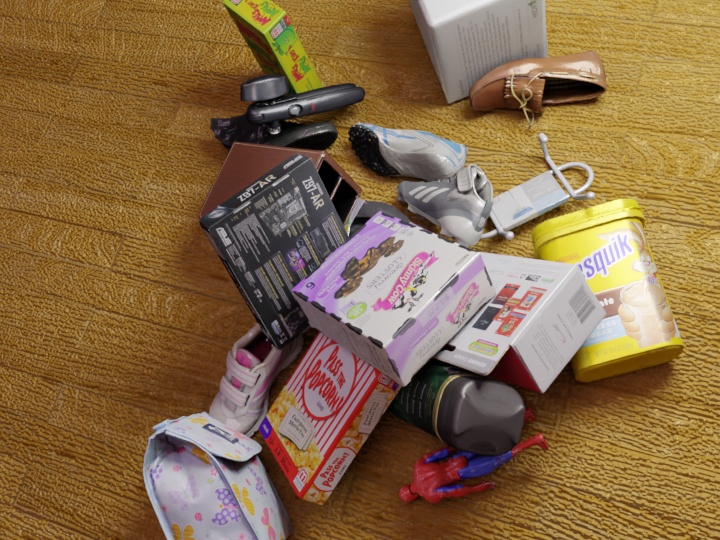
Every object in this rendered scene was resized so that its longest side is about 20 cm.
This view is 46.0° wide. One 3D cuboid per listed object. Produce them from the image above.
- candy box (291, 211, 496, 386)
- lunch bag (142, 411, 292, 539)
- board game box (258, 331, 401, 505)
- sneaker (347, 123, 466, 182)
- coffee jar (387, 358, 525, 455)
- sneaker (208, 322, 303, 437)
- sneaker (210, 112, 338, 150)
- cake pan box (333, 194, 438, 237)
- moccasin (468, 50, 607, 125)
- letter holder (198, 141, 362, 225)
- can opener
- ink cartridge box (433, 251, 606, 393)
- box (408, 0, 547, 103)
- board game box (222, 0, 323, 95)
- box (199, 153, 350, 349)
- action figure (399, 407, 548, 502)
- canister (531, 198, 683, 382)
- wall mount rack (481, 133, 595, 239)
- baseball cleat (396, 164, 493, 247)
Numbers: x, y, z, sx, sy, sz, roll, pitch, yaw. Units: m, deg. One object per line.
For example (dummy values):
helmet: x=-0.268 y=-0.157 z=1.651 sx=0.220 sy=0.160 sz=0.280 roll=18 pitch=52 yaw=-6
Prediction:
candy box: x=0.038 y=0.027 z=1.045 sx=0.167 sy=0.072 sz=0.199 roll=-42 pitch=38 yaw=-18
lunch bag: x=-0.179 y=0.273 z=1.057 sx=0.126 sy=0.170 sz=0.202 roll=-30 pitch=81 yaw=2
board game box: x=-0.039 y=0.171 z=1.094 sx=0.202 sy=0.046 sz=0.151 roll=-57 pitch=37 yaw=7
sneaker: x=0.068 y=-0.180 z=1.267 sx=0.197 sy=0.073 sz=0.072 roll=21 pitch=41 yaw=30
coffee jar: x=0.110 y=0.161 z=1.026 sx=0.102 sy=0.199 sz=0.087 roll=12 pitch=89 yaw=-21
sneaker: x=-0.159 y=0.146 z=1.178 sx=0.080 sy=0.088 sz=0.203 roll=21 pitch=75 yaw=23
sneaker: x=-0.138 y=-0.223 z=1.342 sx=0.196 sy=0.060 sz=0.106 roll=-20 pitch=68 yaw=11
cake pan box: x=0.000 y=0.000 z=1.214 sx=0.182 sy=0.052 sz=0.202 roll=27 pitch=77 yaw=22
moccasin: x=0.258 y=-0.263 z=1.240 sx=0.197 sy=0.074 sz=0.079 roll=-5 pitch=58 yaw=4
letter holder: x=-0.121 y=-0.093 z=1.227 sx=0.198 sy=0.100 sz=0.144 roll=12 pitch=71 yaw=41
can opener: x=-0.084 y=-0.256 z=1.287 sx=0.196 sy=0.080 sz=0.064 roll=-10 pitch=35 yaw=-20
ink cartridge box: x=0.165 y=0.072 z=1.041 sx=0.176 sy=0.084 sz=0.199 roll=-46 pitch=25 yaw=-17
box: x=0.163 y=-0.402 z=1.250 sx=0.168 sy=0.200 sz=0.202 roll=-20 pitch=64 yaw=5
board game box: x=-0.130 y=-0.342 z=1.310 sx=0.048 sy=0.200 sz=0.101 roll=-45 pitch=63 yaw=-6
box: x=-0.094 y=-0.023 z=1.101 sx=0.159 sy=0.202 sz=0.043 roll=-36 pitch=31 yaw=-15
action figure: x=0.136 y=0.243 z=1.064 sx=0.197 sy=0.052 sz=0.066 roll=-27 pitch=56 yaw=10
canister: x=0.316 y=0.027 z=1.090 sx=0.146 sy=0.087 sz=0.204 roll=-16 pitch=66 yaw=10
wall mount rack: x=0.232 y=-0.100 z=1.154 sx=0.197 sy=0.075 sz=0.175 roll=-27 pitch=42 yaw=4
baseball cleat: x=0.123 y=-0.104 z=1.174 sx=0.108 sy=0.069 sz=0.200 roll=-60 pitch=37 yaw=10
